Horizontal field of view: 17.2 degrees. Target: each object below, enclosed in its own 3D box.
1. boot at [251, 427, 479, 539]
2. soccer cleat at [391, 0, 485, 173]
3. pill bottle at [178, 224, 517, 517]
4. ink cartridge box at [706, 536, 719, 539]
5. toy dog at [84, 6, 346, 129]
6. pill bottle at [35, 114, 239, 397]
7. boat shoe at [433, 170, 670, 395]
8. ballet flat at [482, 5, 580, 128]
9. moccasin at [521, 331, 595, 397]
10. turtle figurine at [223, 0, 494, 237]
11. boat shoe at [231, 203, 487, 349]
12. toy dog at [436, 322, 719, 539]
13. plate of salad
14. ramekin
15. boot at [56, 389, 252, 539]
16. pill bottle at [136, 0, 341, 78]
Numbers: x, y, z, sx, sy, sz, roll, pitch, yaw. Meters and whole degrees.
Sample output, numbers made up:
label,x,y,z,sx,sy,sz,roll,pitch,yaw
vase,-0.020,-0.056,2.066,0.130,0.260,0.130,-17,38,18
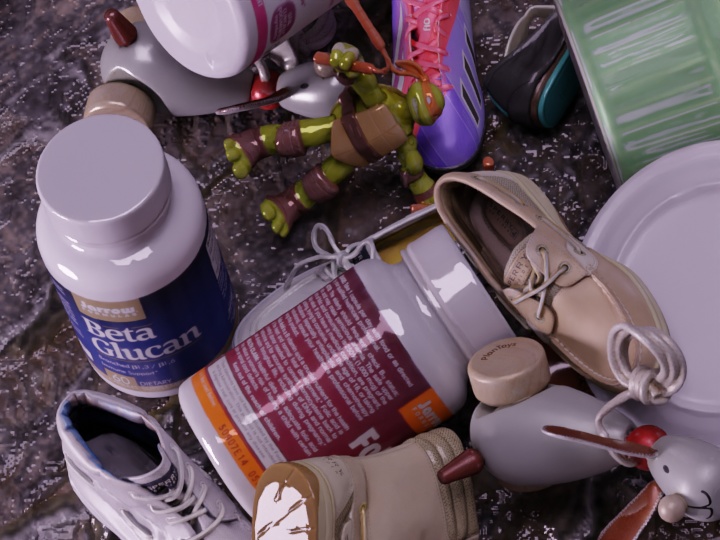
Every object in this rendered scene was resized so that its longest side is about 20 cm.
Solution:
label,x,y,z,sx,sy,sz,roll,pitch,yaw
boot,0.001,0.201,1.455,0.072,0.202,0.155,14,17,41
soccer cleat,0.050,-0.162,1.680,0.068,0.073,0.201,-5,59,4
pill bottle,-0.004,0.066,1.503,0.199,0.114,0.114,-34,59,3
ink cartridge box,0.153,0.254,1.403,0.199,0.083,0.147,-15,57,0
toy dog,-0.105,-0.151,1.675,0.199,0.097,0.133,-15,58,0
pill bottle,-0.148,-0.011,1.542,0.110,0.200,0.112,-4,58,7
boat shoe,0.113,0.006,1.462,0.072,0.065,0.200,-58,48,23
ballet flat,0.156,-0.187,1.686,0.068,0.068,0.200,28,66,32
moccasin,0.186,0.056,1.519,0.200,0.078,0.074,-2,80,4
turtle figurine,-0.008,-0.098,1.607,0.160,0.200,0.065,-23,38,18
boat shoe,0.003,0.003,1.578,0.201,0.086,0.075,-24,58,-6
toy dog,0.121,0.111,1.403,0.096,0.200,0.132,-38,104,-28
plate of salad,0.226,0.020,1.461,0.199,0.048,0.202,-4,78,21
ramekin,0.198,-0.120,1.564,0.097,0.200,0.201,-19,57,5
boot,-0.118,0.153,1.499,0.199,0.096,0.074,33,68,25
pill bottle,-0.051,-0.226,1.620,0.113,0.114,0.200,34,54,25
